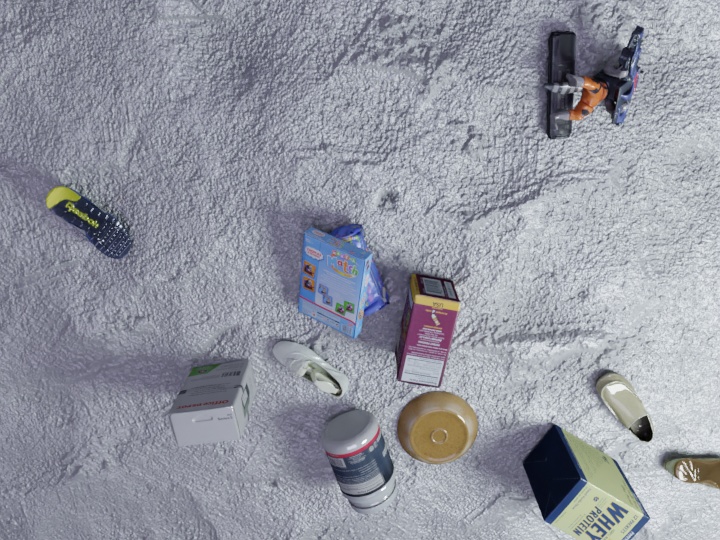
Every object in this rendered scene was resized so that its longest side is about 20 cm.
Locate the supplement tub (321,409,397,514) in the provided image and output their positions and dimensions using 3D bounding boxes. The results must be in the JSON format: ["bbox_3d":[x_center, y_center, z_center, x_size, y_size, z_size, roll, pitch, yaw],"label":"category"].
[{"bbox_3d":[0.001,0.444,1.444,0.138,0.141,0.203,-17,109,7],"label":"supplement tub"}]

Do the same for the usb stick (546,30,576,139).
[{"bbox_3d":[0.394,-0.363,1.216,0.054,0.033,0.204,-6,109,-6],"label":"usb stick"}]

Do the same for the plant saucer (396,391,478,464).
[{"bbox_3d":[0.185,0.387,1.477,0.195,0.036,0.205,0,110,1],"label":"plant saucer"}]

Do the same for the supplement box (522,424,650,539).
[{"bbox_3d":[0.512,0.504,1.427,0.198,0.201,0.135,30,108,-11],"label":"supplement box"}]

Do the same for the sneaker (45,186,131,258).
[{"bbox_3d":[-0.567,-0.106,1.301,0.074,0.082,0.200,-49,123,-12],"label":"sneaker"}]

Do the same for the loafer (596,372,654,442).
[{"bbox_3d":[0.622,0.319,1.431,0.075,0.068,0.200,-41,104,13],"label":"loafer"}]

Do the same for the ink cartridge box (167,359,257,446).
[{"bbox_3d":[-0.319,0.288,1.361,0.142,0.201,0.086,-8,110,4],"label":"ink cartridge box"}]

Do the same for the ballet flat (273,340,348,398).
[{"bbox_3d":[-0.112,0.227,1.409,0.198,0.070,0.070,33,107,-10],"label":"ballet flat"}]

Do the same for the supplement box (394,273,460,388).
[{"bbox_3d":[0.141,0.129,1.338,0.101,0.131,0.204,10,110,-3],"label":"supplement box"}]

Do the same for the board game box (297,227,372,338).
[{"bbox_3d":[-0.057,0.028,1.298,0.149,0.037,0.203,24,128,21],"label":"board game box"}]

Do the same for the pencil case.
[{"bbox_3d":[0.000,0.000,1.319,0.086,0.078,0.203,-5,114,39],"label":"pencil case"}]

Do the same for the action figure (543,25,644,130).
[{"bbox_3d":[0.453,-0.367,1.164,0.190,0.105,0.202,-22,138,-18],"label":"action figure"}]

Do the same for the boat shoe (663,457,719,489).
[{"bbox_3d":[0.836,0.484,1.498,0.196,0.063,0.075,14,83,-7],"label":"boat shoe"}]
